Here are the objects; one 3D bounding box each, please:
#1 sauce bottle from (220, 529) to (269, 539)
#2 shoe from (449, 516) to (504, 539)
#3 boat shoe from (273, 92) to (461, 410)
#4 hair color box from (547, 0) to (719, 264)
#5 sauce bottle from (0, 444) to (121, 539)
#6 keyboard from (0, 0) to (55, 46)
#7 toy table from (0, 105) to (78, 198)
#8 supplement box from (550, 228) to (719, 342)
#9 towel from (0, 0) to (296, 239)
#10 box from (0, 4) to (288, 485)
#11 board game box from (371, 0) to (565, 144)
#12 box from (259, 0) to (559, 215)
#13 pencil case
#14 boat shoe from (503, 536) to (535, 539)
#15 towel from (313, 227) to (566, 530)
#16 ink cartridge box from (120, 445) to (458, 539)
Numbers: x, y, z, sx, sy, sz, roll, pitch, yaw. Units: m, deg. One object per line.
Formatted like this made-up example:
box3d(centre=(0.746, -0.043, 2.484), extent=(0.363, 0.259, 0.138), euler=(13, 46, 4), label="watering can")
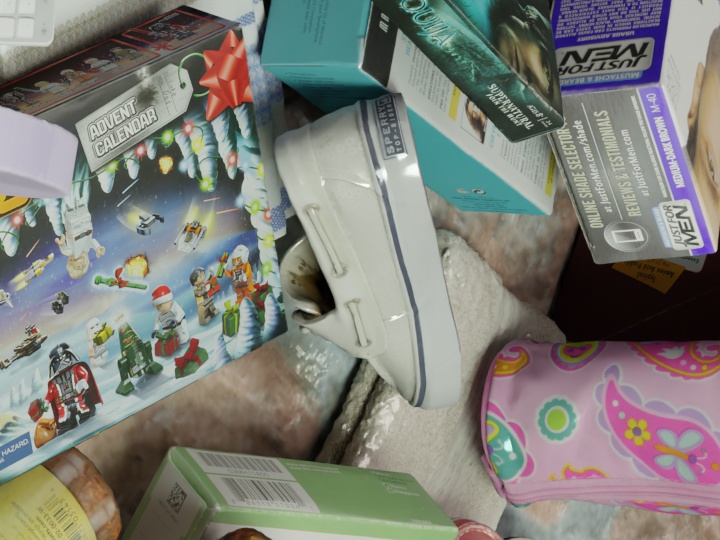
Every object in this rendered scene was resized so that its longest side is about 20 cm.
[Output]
box3d(centre=(-0.104, 0.175, 1.061), extent=(0.200, 0.066, 0.066), euler=(-35, 130, -27), label="sauce bottle")
box3d(centre=(0.057, 0.169, 1.221), extent=(0.091, 0.071, 0.200), euler=(-49, -162, 37), label="shoe")
box3d(centre=(0.000, 0.000, 1.190), extent=(0.200, 0.070, 0.071), euler=(76, 2, -59), label="boat shoe")
box3d(centre=(0.135, -0.113, 1.300), extent=(0.109, 0.065, 0.200), euler=(65, 29, -42), label="hair color box")
box3d(centre=(-0.173, 0.138, 1.039), extent=(0.200, 0.066, 0.066), euler=(-42, 134, -38), label="sauce bottle")
box3d(centre=(-0.129, -0.181, 1.005), extent=(0.056, 0.011, 0.200), euler=(-4, 102, -46), label="keyboard")
box3d(centre=(-0.193, -0.005, 0.872), extent=(0.200, 0.184, 0.117), euler=(12, 84, -17), label="toy table")
box3d(centre=(0.228, -0.004, 1.415), extent=(0.133, 0.197, 0.200), euler=(22, 86, -55), label="supplement box")
box3d(centre=(-0.089, -0.076, 1.107), extent=(0.147, 0.024, 0.200), euler=(-35, 127, -39), label="towel")
box3d(centre=(-0.120, -0.001, 1.050), extent=(0.200, 0.040, 0.137), euler=(-29, 123, -34), label="box")
box3d(centre=(0.035, -0.168, 1.148), extent=(0.135, 0.028, 0.200), euler=(39, 38, -53), label="board game box")
box3d(centre=(0.030, -0.091, 1.214), extent=(0.200, 0.049, 0.082), euler=(33, 64, -58), label="box")
box3d(centre=(0.157, 0.076, 1.293), extent=(0.087, 0.200, 0.088), euler=(3, 90, -68), label="pencil case")
box3d(centre=(0.053, 0.228, 1.401), extent=(0.067, 0.057, 0.200), euler=(10, 91, -19), label="boat shoe")
box3d(centre=(0.029, 0.091, 1.322), extent=(0.133, 0.034, 0.200), euler=(41, 70, -53), label="towel")
box3d(centre=(-0.061, 0.174, 1.205), extent=(0.145, 0.048, 0.200), euler=(10, 117, -44), label="ink cartridge box")
